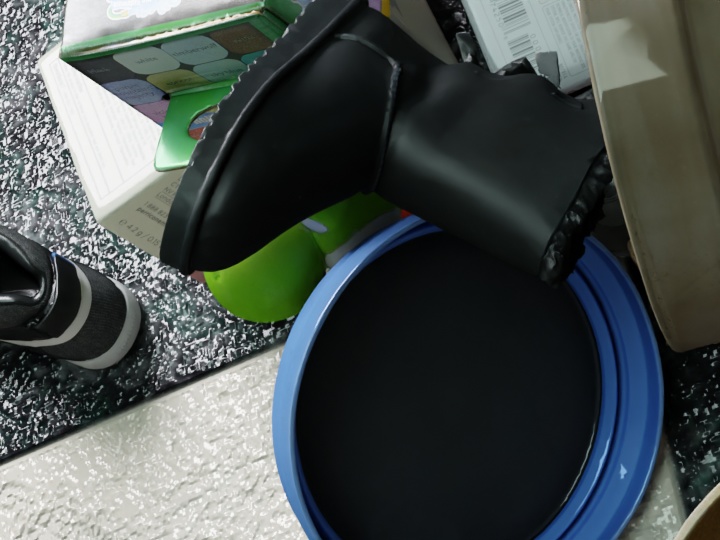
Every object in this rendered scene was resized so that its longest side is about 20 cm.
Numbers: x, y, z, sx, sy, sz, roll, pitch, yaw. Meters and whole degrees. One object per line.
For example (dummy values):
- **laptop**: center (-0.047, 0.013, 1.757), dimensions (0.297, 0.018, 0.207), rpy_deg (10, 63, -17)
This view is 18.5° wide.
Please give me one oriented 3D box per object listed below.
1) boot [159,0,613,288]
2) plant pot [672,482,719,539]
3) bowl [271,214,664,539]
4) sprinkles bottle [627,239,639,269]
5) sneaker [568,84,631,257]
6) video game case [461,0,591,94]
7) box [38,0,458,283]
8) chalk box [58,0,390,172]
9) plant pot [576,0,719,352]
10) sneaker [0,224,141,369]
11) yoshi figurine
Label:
- **boot**: center (0.022, -0.040, 0.967), dimensions (0.162, 0.074, 0.199), rpy_deg (27, 44, 8)
- **plant pot**: center (0.233, 0.176, 0.868), dimensions (0.185, 0.200, 0.188), rpy_deg (-14, 63, 28)
- **bowl**: center (0.050, 0.066, 1.045), dimensions (0.202, 0.200, 0.039), rpy_deg (-64, 26, -5)
- **sprinkles bottle**: center (0.220, -0.054, 1.056), dimensions (0.200, 0.068, 0.068), rpy_deg (-43, 54, 11)
- **sneaker**: center (0.104, -0.100, 1.137), dimensions (0.066, 0.090, 0.201), rpy_deg (-26, 58, 23)
- **video game case**: center (0.119, -0.203, 1.093), dimensions (0.181, 0.023, 0.201), rpy_deg (-23, 83, 9)
- **box**: center (-0.061, -0.109, 1.237), dimensions (0.199, 0.109, 0.128), rpy_deg (-35, 56, 16)
- **chalk box**: center (-0.064, -0.141, 1.109), dimensions (0.124, 0.124, 0.201), rpy_deg (-8, 68, 28)
- **plant pot**: center (0.190, -0.080, 0.904), dimensions (0.172, 0.200, 0.201), rpy_deg (-12, 63, 12)
- **sneaker**: center (-0.232, -0.001, 1.300), dimensions (0.199, 0.112, 0.074), rpy_deg (9, 75, 35)
- **yoshi figurine**: center (-0.014, 0.004, 1.097), dimensions (0.112, 0.200, 0.113), rpy_deg (10, 69, 31)
